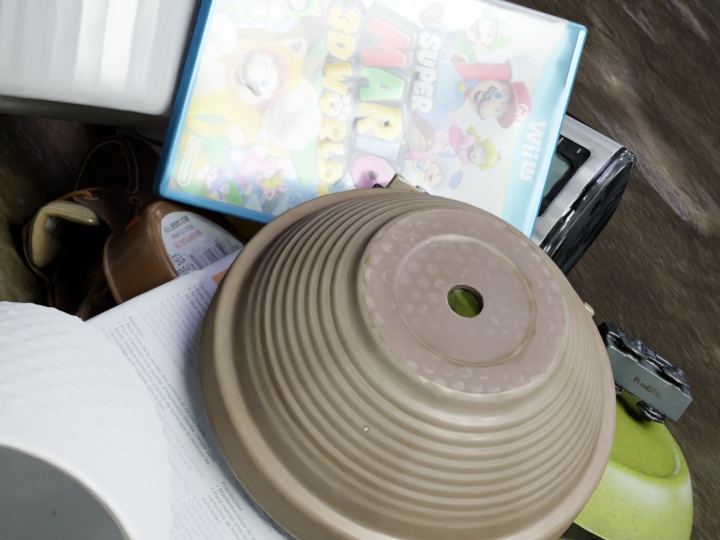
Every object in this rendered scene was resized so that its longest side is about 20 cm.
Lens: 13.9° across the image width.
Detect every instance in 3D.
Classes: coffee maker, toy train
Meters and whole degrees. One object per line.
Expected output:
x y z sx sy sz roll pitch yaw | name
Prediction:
0.046 -0.072 1.644 0.200 0.135 0.192 39 7 6 | coffee maker
0.085 0.012 1.495 0.200 0.034 0.046 34 13 -13 | toy train

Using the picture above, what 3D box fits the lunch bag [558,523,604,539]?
0.086 0.187 1.504 0.200 0.127 0.170 -16 86 -74 | lunch bag

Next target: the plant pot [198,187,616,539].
0.034 0.035 1.353 0.201 0.093 0.201 10 57 -16 | plant pot

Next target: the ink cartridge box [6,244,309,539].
-0.068 0.102 1.354 0.200 0.041 0.200 -26 72 -31 | ink cartridge box

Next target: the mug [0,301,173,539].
-0.173 0.085 1.201 0.200 0.148 0.175 13 23 -4 | mug

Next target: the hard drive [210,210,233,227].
0.006 0.033 1.705 0.200 0.038 0.140 38 11 18 | hard drive

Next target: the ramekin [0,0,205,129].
-0.155 -0.131 1.536 0.200 0.200 0.098 10 87 -60 | ramekin

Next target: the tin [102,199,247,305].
-0.049 0.049 1.469 0.200 0.042 0.112 50 25 1 | tin

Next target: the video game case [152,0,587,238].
0.007 -0.082 1.500 0.200 0.143 0.018 15 0 -19 | video game case

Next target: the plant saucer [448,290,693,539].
0.096 0.066 1.487 0.200 0.031 0.200 35 16 -12 | plant saucer

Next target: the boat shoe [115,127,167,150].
-0.117 -0.082 1.709 0.072 0.062 0.200 12 11 -6 | boat shoe

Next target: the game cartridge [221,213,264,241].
0.000 0.000 1.610 0.176 0.032 0.200 45 9 38 | game cartridge

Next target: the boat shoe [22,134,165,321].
-0.138 -0.016 1.538 0.072 0.072 0.200 38 29 -29 | boat shoe
